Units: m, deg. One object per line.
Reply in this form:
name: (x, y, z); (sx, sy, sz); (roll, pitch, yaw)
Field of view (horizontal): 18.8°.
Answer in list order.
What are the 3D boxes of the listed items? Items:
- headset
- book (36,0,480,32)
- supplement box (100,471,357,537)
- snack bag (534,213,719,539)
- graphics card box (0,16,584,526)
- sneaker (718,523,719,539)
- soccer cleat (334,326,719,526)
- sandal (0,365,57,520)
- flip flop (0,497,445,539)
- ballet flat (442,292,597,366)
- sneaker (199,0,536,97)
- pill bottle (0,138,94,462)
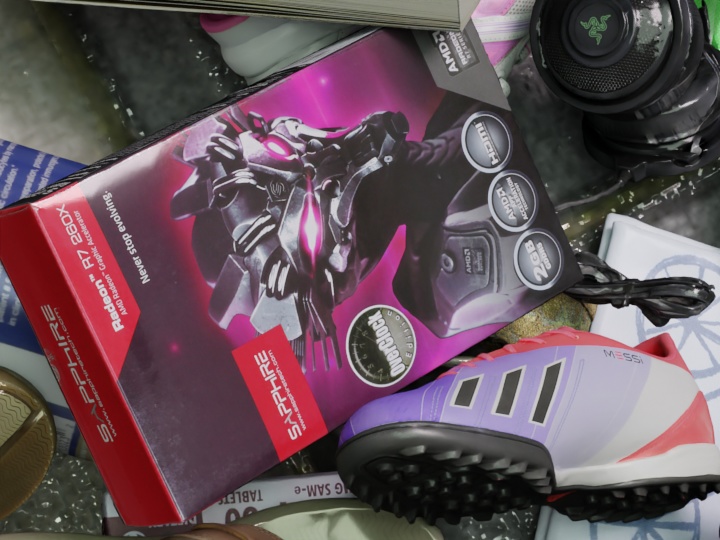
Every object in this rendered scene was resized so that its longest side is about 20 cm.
headset: (0.126, -0.077, 0.889); (0.094, 0.124, 0.201); (12, 72, 27)
book: (-0.036, -0.151, 0.860); (0.199, 0.048, 0.134); (8, 36, 19)
supplement box: (-0.042, 0.184, 0.854); (0.108, 0.061, 0.201); (-5, 80, -9)
snack bag: (0.178, 0.088, 0.924); (0.199, 0.021, 0.189); (14, 78, -8)
graphics card box: (-0.023, -0.007, 0.801); (0.200, 0.051, 0.126); (-29, 99, -29)
sneaker: (0.179, 0.170, 0.848); (0.095, 0.079, 0.201); (9, 105, 4)
soccer cleat: (0.063, 0.055, 0.832); (0.200, 0.068, 0.073); (7, 64, -43)
sandal: (-0.198, 0.085, 0.830); (0.200, 0.054, 0.080); (-29, 117, 18)
flip flop: (-0.061, 0.123, 0.800); (0.199, 0.058, 0.081); (1, 79, -13)
ballet flat: (0.000, 0.000, 0.895); (0.199, 0.071, 0.071); (18, 77, -5)
sneaker: (0.031, -0.099, 0.912); (0.199, 0.081, 0.089); (-23, 106, -23)
pill bottle: (-0.168, -0.003, 0.846); (0.199, 0.111, 0.111); (17, 77, -5)
